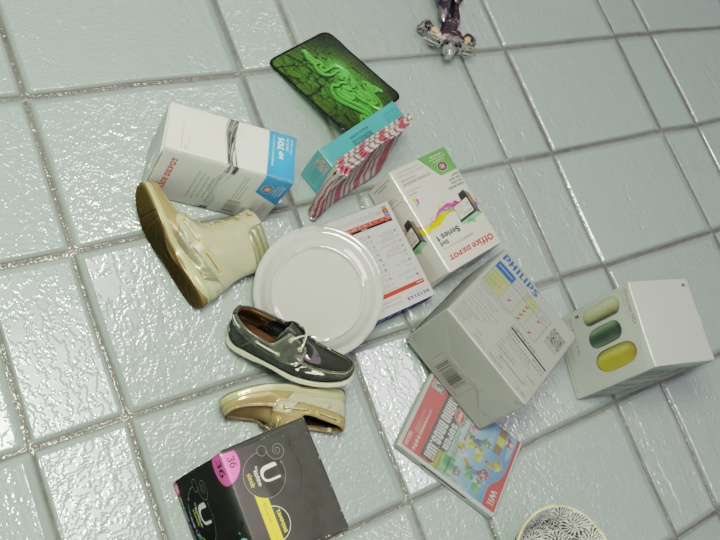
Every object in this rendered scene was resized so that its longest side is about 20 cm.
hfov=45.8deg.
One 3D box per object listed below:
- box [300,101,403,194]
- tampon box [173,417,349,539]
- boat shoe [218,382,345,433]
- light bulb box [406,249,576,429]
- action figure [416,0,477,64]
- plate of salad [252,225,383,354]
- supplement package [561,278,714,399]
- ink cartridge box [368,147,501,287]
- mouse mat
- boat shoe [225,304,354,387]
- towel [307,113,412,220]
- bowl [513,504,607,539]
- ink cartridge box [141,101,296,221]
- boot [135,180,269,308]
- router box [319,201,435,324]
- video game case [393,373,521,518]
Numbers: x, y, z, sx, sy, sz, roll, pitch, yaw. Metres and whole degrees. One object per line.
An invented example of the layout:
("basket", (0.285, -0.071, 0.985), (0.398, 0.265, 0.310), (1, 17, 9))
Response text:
("box", (-0.008, -0.211, 1.460), (0.049, 0.082, 0.200), (49, 54, 2))
("tampon box", (-0.132, 0.299, 1.088), (0.125, 0.200, 0.151), (-18, 77, -33))
("boat shoe", (-0.105, 0.204, 1.223), (0.198, 0.074, 0.067), (4, 61, -28))
("light bulb box", (0.218, 0.111, 1.404), (0.199, 0.125, 0.200), (51, 48, 0))
("action figure", (0.177, -0.496, 1.704), (0.129, 0.069, 0.203), (18, 64, -29))
("plate of salad", (-0.064, 0.033, 1.290), (0.197, 0.048, 0.203), (0, 93, 1))
("supplement package", (0.479, 0.122, 1.509), (0.149, 0.200, 0.154), (-2, 68, -30))
("ink cartridge box", (0.131, -0.091, 1.481), (0.144, 0.084, 0.201), (-27, 84, -35))
("mouse mat", (-0.044, -0.340, 1.514), (0.200, 0.008, 0.161), (43, 53, 11))
("boat shoe", (-0.099, 0.110, 1.235), (0.198, 0.068, 0.072), (22, 36, 4))
("towel", (0.002, -0.169, 1.406), (0.030, 0.147, 0.200), (46, 53, 6))
("bowl", (0.291, 0.471, 1.312), (0.198, 0.094, 0.203), (12, 63, -25))
("ink cartridge box", (-0.213, -0.158, 1.281), (0.198, 0.146, 0.087), (14, 63, -23))
("boot", (-0.232, -0.063, 1.274), (0.154, 0.072, 0.202), (-31, 92, -35))
("router box", (0.000, 0.000, 1.389), (0.198, 0.049, 0.181), (-21, 80, -34))
("video game case", (0.160, 0.280, 1.371), (0.199, 0.017, 0.144), (38, 55, -9))
